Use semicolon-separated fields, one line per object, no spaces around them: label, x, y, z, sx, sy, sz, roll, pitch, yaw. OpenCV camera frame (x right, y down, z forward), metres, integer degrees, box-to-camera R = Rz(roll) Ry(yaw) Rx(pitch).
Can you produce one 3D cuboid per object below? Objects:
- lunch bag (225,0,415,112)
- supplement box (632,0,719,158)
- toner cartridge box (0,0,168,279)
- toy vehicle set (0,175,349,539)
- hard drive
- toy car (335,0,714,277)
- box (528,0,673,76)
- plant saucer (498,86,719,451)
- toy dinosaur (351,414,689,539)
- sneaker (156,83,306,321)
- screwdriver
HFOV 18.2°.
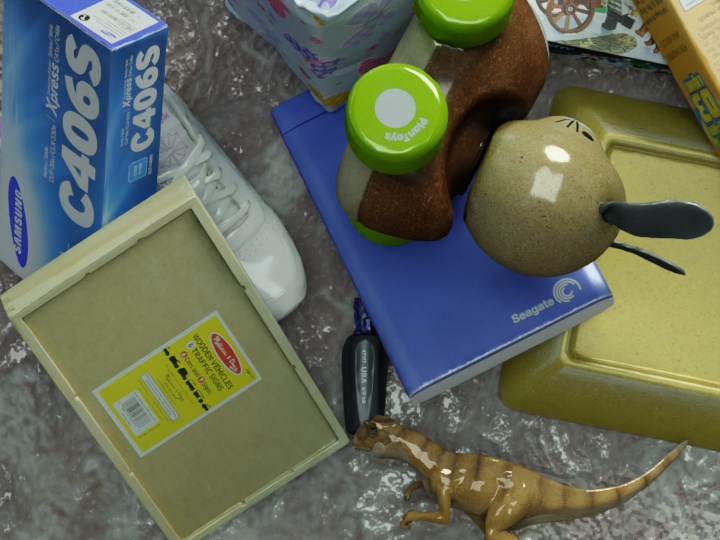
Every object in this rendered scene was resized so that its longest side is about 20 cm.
lunch bag;0.016;-0.213;1.286;0.200;0.170;0.127;-41;80;-7
supplement box;0.214;-0.126;1.279;0.069;0.067;0.201;-31;89;-7
toner cartridge box;-0.160;-0.069;1.275;0.043;0.201;0.095;-27;49;-36
toy vehicle set;-0.103;0.058;1.292;0.124;0.027;0.201;-32;123;-2
hard drive;0.046;-0.038;1.325;0.131;0.025;0.201;-26;69;-1
toy car;0.100;-0.062;1.233;0.199;0.164;0.158;27;77;7
box;0.193;-0.186;1.336;0.198;0.038;0.138;10;87;-9
plant saucer;0.196;0.001;1.336;0.198;0.048;0.202;11;86;2
toy dinosaur;0.090;0.136;1.314;0.198;0.060;0.107;12;99;-5
sneaker;-0.110;-0.049;1.321;0.075;0.100;0.200;-42;87;-8
screwdriver;0.000;0.000;1.356;0.029;0.028;0.202;-9;78;30
